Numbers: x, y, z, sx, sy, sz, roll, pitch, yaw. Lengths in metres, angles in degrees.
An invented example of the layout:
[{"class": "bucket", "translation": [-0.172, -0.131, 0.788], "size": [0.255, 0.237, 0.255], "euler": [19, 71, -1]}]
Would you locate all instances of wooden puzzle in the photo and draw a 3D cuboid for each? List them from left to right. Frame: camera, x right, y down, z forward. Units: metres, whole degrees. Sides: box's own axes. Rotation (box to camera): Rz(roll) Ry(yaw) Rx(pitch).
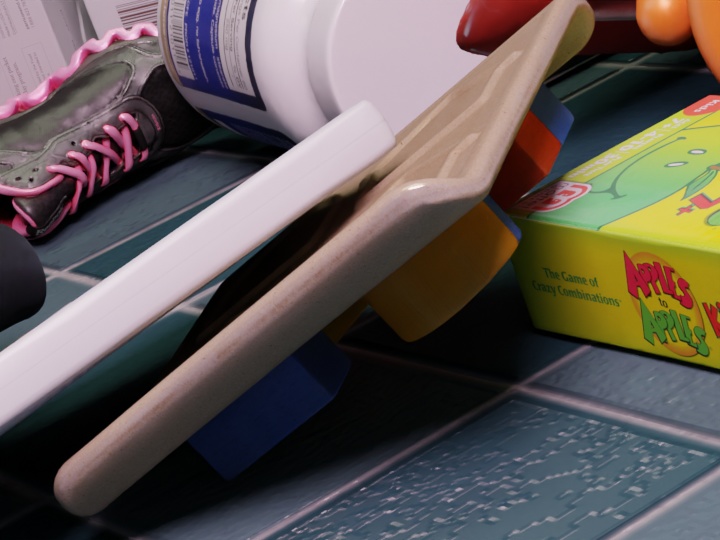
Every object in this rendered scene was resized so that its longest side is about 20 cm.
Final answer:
[{"class": "wooden puzzle", "translation": [0.000, 0.000, 0.885], "size": [0.185, 0.046, 0.200], "euler": [-39, 6, 28]}]

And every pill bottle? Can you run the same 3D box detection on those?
[{"class": "pill bottle", "translation": [-0.009, -0.107, 1.181], "size": [0.116, 0.116, 0.200], "euler": [-26, 19, -17]}]

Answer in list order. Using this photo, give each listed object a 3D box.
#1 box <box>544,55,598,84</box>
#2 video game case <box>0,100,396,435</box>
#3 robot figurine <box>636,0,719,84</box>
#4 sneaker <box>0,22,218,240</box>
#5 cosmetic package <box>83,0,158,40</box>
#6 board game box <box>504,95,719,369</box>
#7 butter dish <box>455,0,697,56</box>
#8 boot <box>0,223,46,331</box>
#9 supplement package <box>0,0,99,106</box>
[{"class": "box", "translation": [0.088, -0.149, 1.307], "size": [0.158, 0.050, 0.200], "euler": [-28, 19, -25]}, {"class": "video game case", "translation": [-0.095, 0.021, 0.915], "size": [0.200, 0.023, 0.182], "euler": [-36, 2, -24]}, {"class": "robot figurine", "translation": [0.185, -0.117, 0.983], "size": [0.144, 0.117, 0.200], "euler": [-41, 1, 23]}, {"class": "sneaker", "translation": [-0.147, -0.052, 1.272], "size": [0.200, 0.079, 0.095], "euler": [-21, 39, -2]}, {"class": "cosmetic package", "translation": [-0.064, -0.163, 1.415], "size": [0.081, 0.113, 0.200], "euler": [-10, 22, 31]}, {"class": "board game box", "translation": [0.143, -0.011, 0.839], "size": [0.101, 0.048, 0.200], "euler": [-28, 19, -24]}, {"class": "butter dish", "translation": [0.112, -0.200, 1.089], "size": [0.199, 0.200, 0.148], "euler": [-6, 46, -47]}, {"class": "boot", "translation": [-0.225, 0.057, 1.005], "size": [0.200, 0.076, 0.168], "euler": [-35, -3, 16]}, {"class": "supplement package", "translation": [-0.244, -0.116, 1.401], "size": [0.200, 0.152, 0.151], "euler": [-17, 17, 9]}]
